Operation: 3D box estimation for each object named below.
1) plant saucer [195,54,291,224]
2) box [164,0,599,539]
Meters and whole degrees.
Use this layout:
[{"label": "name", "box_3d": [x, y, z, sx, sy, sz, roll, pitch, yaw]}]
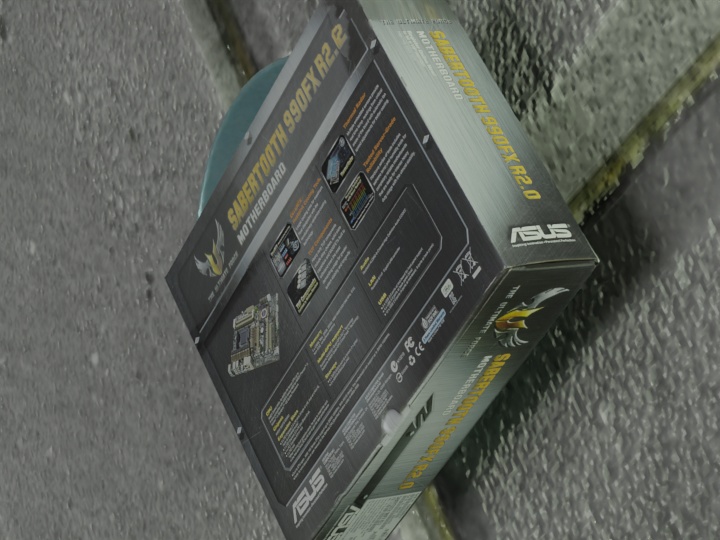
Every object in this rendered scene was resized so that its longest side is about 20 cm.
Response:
[{"label": "plant saucer", "box_3d": [-0.010, 0.001, 0.952, 0.200, 0.038, 0.203, 10, 102, 53]}, {"label": "box", "box_3d": [0.000, 0.000, 0.863, 0.200, 0.048, 0.159, -57, 49, 40]}]
